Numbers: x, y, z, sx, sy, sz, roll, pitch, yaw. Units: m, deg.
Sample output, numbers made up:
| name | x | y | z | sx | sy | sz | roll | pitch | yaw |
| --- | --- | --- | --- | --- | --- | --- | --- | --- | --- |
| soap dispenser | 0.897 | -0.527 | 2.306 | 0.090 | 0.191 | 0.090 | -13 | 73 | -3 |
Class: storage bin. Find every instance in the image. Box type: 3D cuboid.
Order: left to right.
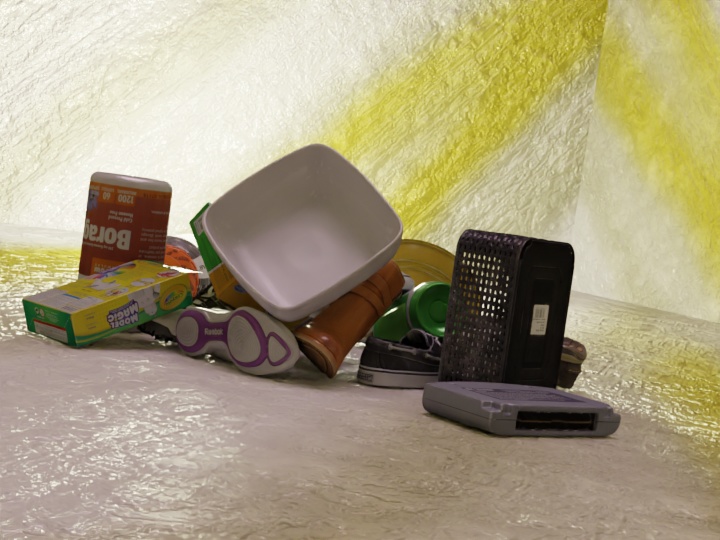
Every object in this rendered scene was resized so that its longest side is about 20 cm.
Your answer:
| name | x | y | z | sx | sy | sz | roll | pitch | yaw |
| --- | --- | --- | --- | --- | --- | --- | --- | --- | --- |
| storage bin | 0.179 | 0.057 | 1.632 | 0.093 | 0.202 | 0.135 | 11 | 5 | 37 |

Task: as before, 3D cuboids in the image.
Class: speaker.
| name | x | y | z | sx | sy | sz | roll | pitch | yaw |
| --- | --- | --- | --- | --- | --- | --- | --- | --- | --- |
| speaker | 0.078 | 0.070 | 1.809 | 0.088 | 0.089 | 0.200 | 7 | -13 | -14 |

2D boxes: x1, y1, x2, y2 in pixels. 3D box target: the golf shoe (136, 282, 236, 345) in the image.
| name | x | y | z | sx | sy | sz | roll | pitch | yaw |
| --- | --- | --- | --- | --- | --- | --- | --- | --- | --- |
| golf shoe | -0.199 | 0.051 | 1.731 | 0.199 | 0.095 | 0.077 | 3 | 8 | -45 |

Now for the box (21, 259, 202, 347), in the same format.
| name | x | y | z | sx | sy | sz | roll | pitch | yaw |
| --- | --- | --- | --- | --- | --- | --- | --- | --- | --- |
| box | -0.298 | 0.034 | 1.652 | 0.199 | 0.049 | 0.117 | -23 | 24 | -39 |

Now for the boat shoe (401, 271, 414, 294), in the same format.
| name | x | y | z | sx | sy | sz | roll | pitch | yaw |
| --- | --- | --- | --- | --- | --- | --- | --- | --- | --- |
| boat shoe | 0.000 | 0.000 | 1.777 | 0.073 | 0.067 | 0.199 | -20 | -15 | 35 |

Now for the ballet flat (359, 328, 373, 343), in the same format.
| name | x | y | z | sx | sy | sz | roll | pitch | yaw |
| --- | --- | --- | --- | --- | --- | --- | --- | --- | --- |
| ballet flat | 0.035 | 0.076 | 1.972 | 0.199 | 0.073 | 0.072 | -2 | -3 | 32 |

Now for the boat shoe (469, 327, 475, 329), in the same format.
| name | x | y | z | sx | sy | sz | roll | pitch | yaw |
| --- | --- | --- | --- | --- | --- | --- | --- | --- | --- |
| boat shoe | 0.145 | 0.108 | 1.829 | 0.065 | 0.073 | 0.200 | 2 | 5 | -20 |

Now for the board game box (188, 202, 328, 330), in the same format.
| name | x | y | z | sx | sy | sz | roll | pitch | yaw |
| --- | --- | --- | --- | --- | --- | --- | --- | --- | --- |
| board game box | -0.119 | 0.012 | 1.728 | 0.199 | 0.040 | 0.153 | 32 | 22 | -40 |

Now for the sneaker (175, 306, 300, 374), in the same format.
| name | x | y | z | sx | sy | sz | roll | pitch | yaw |
| --- | --- | --- | --- | --- | --- | --- | --- | --- | --- |
| sneaker | -0.131 | 0.077 | 1.609 | 0.099 | 0.076 | 0.199 | 4 | 5 | -45 |

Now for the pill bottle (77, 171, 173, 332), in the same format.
| name | x | y | z | sx | sy | sz | roll | pitch | yaw |
| --- | --- | --- | --- | --- | --- | --- | --- | --- | --- |
| pill bottle | -0.313 | -0.025 | 1.783 | 0.111 | 0.202 | 0.112 | 8 | 3 | 0 |

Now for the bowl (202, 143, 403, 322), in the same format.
| name | x | y | z | sx | sy | sz | roll | pitch | yaw |
| --- | --- | --- | --- | --- | --- | --- | --- | --- | --- |
| bowl | -0.068 | -0.037 | 1.605 | 0.200 | 0.199 | 0.075 | 48 | -19 | 30 |

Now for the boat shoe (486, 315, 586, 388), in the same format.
| name | x | y | z | sx | sy | sz | roll | pitch | yaw |
| --- | --- | --- | --- | --- | --- | --- | --- | --- | --- |
| boat shoe | 0.219 | 0.114 | 1.889 | 0.199 | 0.074 | 0.074 | 18 | 12 | 37 |

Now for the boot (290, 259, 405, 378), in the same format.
| name | x | y | z | sx | sy | sz | roll | pitch | yaw |
| --- | --- | --- | --- | --- | --- | --- | --- | --- | --- |
| boot | -0.005 | 0.052 | 1.616 | 0.077 | 0.155 | 0.200 | 45 | -3 | 7 |

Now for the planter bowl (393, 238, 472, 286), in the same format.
| name | x | y | z | sx | sy | sz | roll | pitch | yaw |
| --- | --- | --- | --- | --- | --- | --- | --- | --- | --- |
| planter bowl | 0.078 | 0.055 | 2.046 | 0.199 | 0.202 | 0.084 | 9 | 42 | 13 |

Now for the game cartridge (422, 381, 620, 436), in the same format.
| name | x | y | z | sx | sy | sz | roll | pitch | yaw |
| --- | --- | --- | --- | --- | --- | --- | --- | --- | --- |
| game cartridge | 0.172 | 0.151 | 1.483 | 0.199 | 0.041 | 0.133 | 6 | 8 | -37 |

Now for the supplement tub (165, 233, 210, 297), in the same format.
| name | x | y | z | sx | sy | sz | roll | pitch | yaw |
| --- | --- | --- | --- | --- | --- | --- | --- | --- | --- |
| supplement tub | -0.271 | 0.008 | 1.991 | 0.121 | 0.124 | 0.200 | 9 | 3 | 3 |

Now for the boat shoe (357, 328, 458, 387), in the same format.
| name | x | y | z | sx | sy | sz | roll | pitch | yaw |
| --- | --- | --- | --- | --- | --- | --- | --- | --- | --- |
| boat shoe | 0.074 | 0.107 | 1.678 | 0.199 | 0.068 | 0.071 | 5 | 5 | -44 |
